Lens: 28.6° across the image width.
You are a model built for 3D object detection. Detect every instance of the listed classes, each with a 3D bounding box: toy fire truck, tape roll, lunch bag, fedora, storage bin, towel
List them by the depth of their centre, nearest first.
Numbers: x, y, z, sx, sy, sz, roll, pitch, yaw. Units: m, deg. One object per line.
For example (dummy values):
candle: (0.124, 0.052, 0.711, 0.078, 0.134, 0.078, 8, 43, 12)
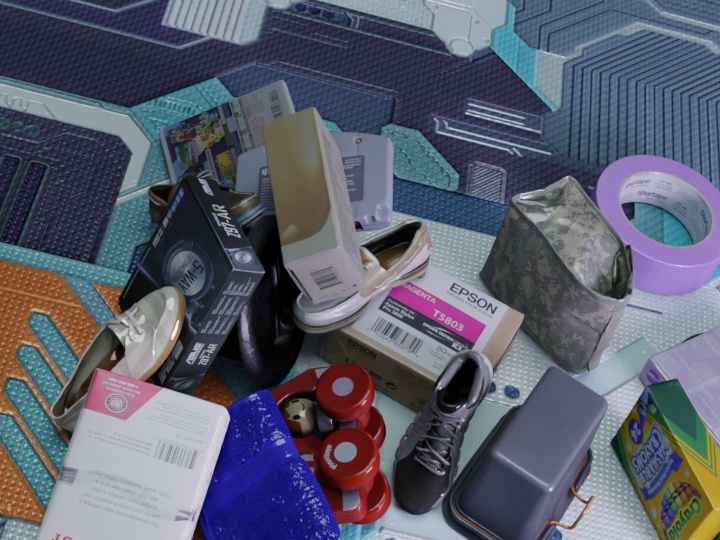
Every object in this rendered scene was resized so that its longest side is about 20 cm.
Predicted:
towel: (-0.120, 0.241, 1.504, 0.148, 0.050, 0.200, -39, 58, 12)
toy fire truck: (-0.058, 0.198, 1.580, 0.167, 0.112, 0.201, -8, 54, 5)
storage bin: (0.206, 0.218, 1.610, 0.145, 0.135, 0.200, 33, 51, 12)
fedora: (-0.133, 0.035, 1.660, 0.091, 0.201, 0.201, 2, 45, 23)
lunch bag: (0.260, 0.012, 1.773, 0.117, 0.164, 0.200, -20, 59, -26)
tape roll: (0.408, -0.064, 1.943, 0.199, 0.066, 0.201, 7, 51, -9)

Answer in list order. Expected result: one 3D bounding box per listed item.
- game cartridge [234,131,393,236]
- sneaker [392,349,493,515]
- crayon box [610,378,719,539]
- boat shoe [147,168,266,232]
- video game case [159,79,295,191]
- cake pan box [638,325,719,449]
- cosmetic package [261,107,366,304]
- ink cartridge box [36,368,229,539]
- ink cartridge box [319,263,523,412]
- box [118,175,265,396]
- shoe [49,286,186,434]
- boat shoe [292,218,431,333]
game cartridge: (-0.057, -0.105, 1.734, 0.199, 0.041, 0.134, -5, 64, 14)
sneaker: (0.086, 0.175, 1.576, 0.075, 0.116, 0.201, 22, 83, 9)
crayon box: (0.373, 0.244, 1.640, 0.051, 0.126, 0.201, -10, 55, -22)
boat shoe: (-0.195, -0.079, 1.690, 0.072, 0.199, 0.073, -36, 112, -41)
video game case: (-0.157, -0.137, 1.821, 0.181, 0.023, 0.201, -21, 56, 4)
cake pan box: (0.478, 0.159, 1.790, 0.184, 0.052, 0.200, -20, 60, -31)
cosmetic package: (-0.055, -0.075, 1.636, 0.071, 0.105, 0.201, -17, 57, 10)
ink cartridge box: (-0.235, 0.221, 1.466, 0.146, 0.083, 0.201, 17, 76, 3)
ink cartridge box: (0.076, 0.079, 1.727, 0.199, 0.075, 0.165, 28, 51, 9)
box: (-0.196, 0.019, 1.606, 0.043, 0.200, 0.161, 7, 39, -38)
shoe: (-0.267, 0.097, 1.556, 0.200, 0.053, 0.070, -52, 51, 0)
boat shoe: (0.000, 0.000, 1.679, 0.200, 0.069, 0.075, -33, 57, -28)
